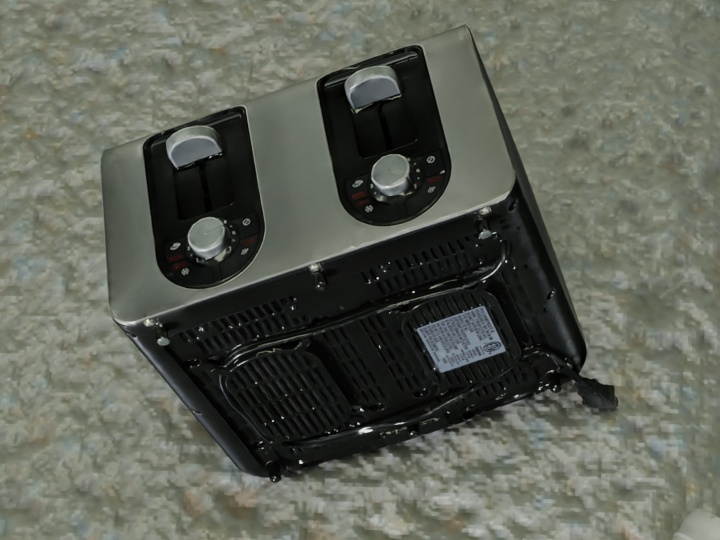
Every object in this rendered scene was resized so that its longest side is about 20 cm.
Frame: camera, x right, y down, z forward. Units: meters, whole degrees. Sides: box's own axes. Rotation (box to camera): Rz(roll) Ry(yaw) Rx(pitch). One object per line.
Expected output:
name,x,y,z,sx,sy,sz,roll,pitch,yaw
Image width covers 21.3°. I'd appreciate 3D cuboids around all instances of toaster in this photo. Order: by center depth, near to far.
toaster,0.000,0.000,0.867,0.180,0.200,0.119,-18,56,9

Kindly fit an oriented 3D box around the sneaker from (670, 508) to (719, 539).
sneaker,0.178,0.198,0.784,0.116,0.074,0.200,-45,53,-13
